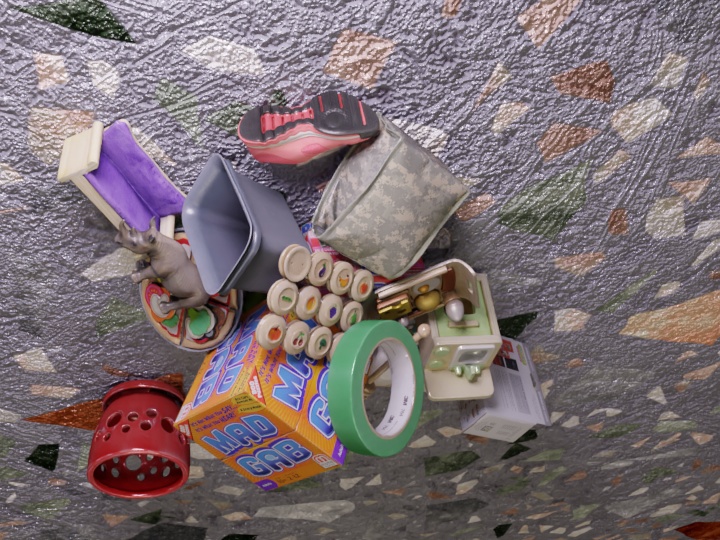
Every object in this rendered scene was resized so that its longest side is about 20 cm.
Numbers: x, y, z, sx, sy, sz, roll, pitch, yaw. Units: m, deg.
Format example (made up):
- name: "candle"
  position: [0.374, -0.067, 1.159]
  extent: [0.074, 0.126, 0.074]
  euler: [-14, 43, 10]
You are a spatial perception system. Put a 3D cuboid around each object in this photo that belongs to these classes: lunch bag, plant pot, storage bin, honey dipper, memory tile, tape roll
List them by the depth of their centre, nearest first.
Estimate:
- name: "memory tile"
  position: [-0.060, 0.054, 1.059]
  extent: [0.198, 0.017, 0.157]
  euler: [20, 90, -48]
- name: "storage bin"
  position: [-0.166, -0.047, 1.068]
  extent: [0.133, 0.202, 0.146]
  euler: [17, 122, -41]
- name: "lunch bag"
  position: [0.036, -0.098, 1.080]
  extent: [0.162, 0.118, 0.201]
  euler: [28, 108, -36]
- name: "tape roll"
  position: [0.027, 0.179, 1.113]
  extent: [0.047, 0.204, 0.200]
  euler: [-4, 149, 36]
- name: "honey dipper"
  position: [0.049, 0.157, 1.228]
  extent: [0.038, 0.038, 0.200]
  euler: [27, 119, -36]
- name: "plant pot"
  position: [-0.442, 0.334, 1.472]
  extent: [0.195, 0.185, 0.203]
  euler: [-5, 141, -4]

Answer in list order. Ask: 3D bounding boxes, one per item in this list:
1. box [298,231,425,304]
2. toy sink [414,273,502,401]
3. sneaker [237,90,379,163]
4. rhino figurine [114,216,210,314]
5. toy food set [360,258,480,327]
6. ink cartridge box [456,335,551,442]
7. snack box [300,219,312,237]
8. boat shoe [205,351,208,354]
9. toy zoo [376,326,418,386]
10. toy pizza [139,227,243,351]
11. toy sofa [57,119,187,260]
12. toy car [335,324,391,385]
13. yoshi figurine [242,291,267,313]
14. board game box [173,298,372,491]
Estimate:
- name: "box"
  position: [0.000, 0.000, 1.197]
  extent: [0.196, 0.101, 0.096]
  euler: [-2, 148, -26]
- name: "toy sink"
  position: [0.176, 0.117, 1.315]
  extent: [0.127, 0.204, 0.113]
  euler: [-1, 148, -8]
- name: "sneaker"
  position: [-0.070, -0.194, 1.027]
  extent: [0.195, 0.075, 0.087]
  euler: [-5, 154, 1]
- name: "rhino figurine"
  position: [-0.289, -0.010, 1.067]
  extent: [0.086, 0.061, 0.201]
  euler: [-18, 135, 13]
- name: "toy food set"
  position: [0.100, 0.064, 1.198]
  extent: [0.196, 0.061, 0.144]
  euler: [-23, 152, 2]
- name: "ink cartridge box"
  position: [0.279, 0.235, 1.479]
  extent: [0.172, 0.203, 0.084]
  euler: [17, 136, -26]
- name: "snack box"
  position: [-0.039, -0.070, 1.199]
  extent: [0.198, 0.025, 0.072]
  euler: [-30, 138, 23]
- name: "boat shoe"
  position: [-0.271, 0.125, 1.348]
  extent: [0.072, 0.070, 0.201]
  euler: [-21, 139, 15]
- name: "toy zoo"
  position: [0.087, 0.181, 1.522]
  extent: [0.128, 0.021, 0.202]
  euler: [4, 138, -15]
- name: "toy pizza"
  position: [-0.279, 0.034, 1.168]
  extent: [0.198, 0.203, 0.032]
  euler: [-28, 180, 23]
- name: "toy sofa"
  position: [-0.332, -0.113, 1.046]
  extent: [0.096, 0.084, 0.201]
  euler: [-17, 140, 11]
- name: "toy car"
  position: [-0.003, 0.111, 1.337]
  extent: [0.196, 0.175, 0.153]
  euler: [11, 102, -22]
- name: "yoshi figurine"
  position: [-0.177, 0.096, 1.311]
  extent: [0.110, 0.114, 0.202]
  euler: [-18, 138, -1]
- name: "board game box"
  position: [-0.133, 0.192, 1.154]
  extent: [0.199, 0.202, 0.198]
  euler: [41, 133, -22]
